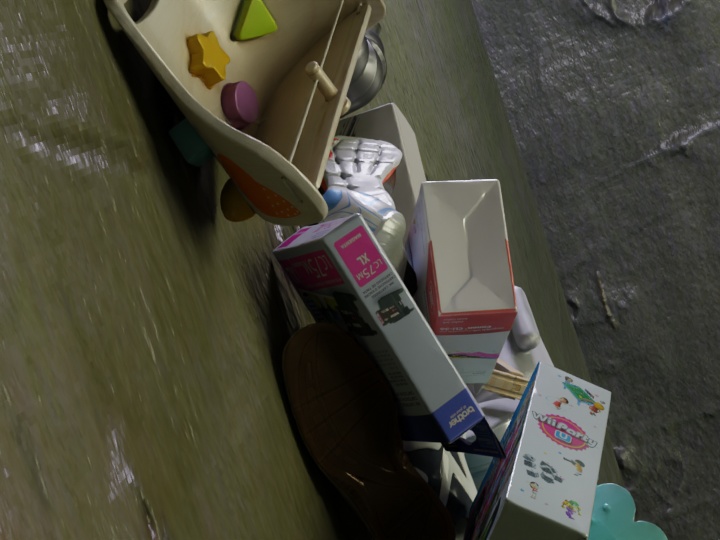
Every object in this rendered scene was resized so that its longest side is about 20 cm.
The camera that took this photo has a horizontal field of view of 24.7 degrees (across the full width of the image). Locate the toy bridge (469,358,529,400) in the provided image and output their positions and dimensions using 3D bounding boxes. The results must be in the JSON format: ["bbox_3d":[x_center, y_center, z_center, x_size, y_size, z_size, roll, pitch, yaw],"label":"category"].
[{"bbox_3d":[0.127,0.097,1.501,0.067,0.199,0.027,32,-76,65],"label":"toy bridge"}]

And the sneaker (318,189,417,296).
[{"bbox_3d":[0.000,0.000,1.284,0.072,0.072,0.200,34,-23,19],"label":"sneaker"}]

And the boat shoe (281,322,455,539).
[{"bbox_3d":[-0.003,0.124,1.168,0.201,0.072,0.072,58,-15,-16],"label":"boat shoe"}]

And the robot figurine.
[{"bbox_3d":[0.130,0.095,1.636,0.170,0.112,0.201,-60,-142,39],"label":"robot figurine"}]

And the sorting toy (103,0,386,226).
[{"bbox_3d":[-0.089,-0.147,1.059,0.180,0.106,0.201,46,41,-31],"label":"sorting toy"}]

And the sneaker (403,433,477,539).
[{"bbox_3d":[0.057,0.167,1.332,0.199,0.079,0.131,11,68,-82],"label":"sneaker"}]

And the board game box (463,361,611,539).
[{"bbox_3d":[0.115,0.177,1.153,0.200,0.064,0.148,-61,173,-64],"label":"board game box"}]

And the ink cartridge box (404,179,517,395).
[{"bbox_3d":[0.075,0.022,1.355,0.200,0.067,0.117,100,-15,-65],"label":"ink cartridge box"}]

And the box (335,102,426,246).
[{"bbox_3d":[0.031,-0.045,1.521,0.082,0.068,0.201,48,27,-65],"label":"box"}]

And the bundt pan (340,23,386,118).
[{"bbox_3d":[-0.033,-0.232,1.477,0.202,0.075,0.203,-18,90,-78],"label":"bundt pan"}]

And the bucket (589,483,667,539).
[{"bbox_3d":[0.166,0.273,1.358,0.207,0.134,0.208,46,-25,29],"label":"bucket"}]

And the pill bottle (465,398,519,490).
[{"bbox_3d":[0.137,0.228,1.516,0.114,0.113,0.201,-60,132,-74],"label":"pill bottle"}]

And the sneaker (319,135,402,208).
[{"bbox_3d":[-0.008,-0.052,1.404,0.200,0.076,0.082,-82,179,-62],"label":"sneaker"}]

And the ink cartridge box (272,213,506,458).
[{"bbox_3d":[0.019,0.057,1.165,0.201,0.042,0.119,56,-18,-8],"label":"ink cartridge box"}]
